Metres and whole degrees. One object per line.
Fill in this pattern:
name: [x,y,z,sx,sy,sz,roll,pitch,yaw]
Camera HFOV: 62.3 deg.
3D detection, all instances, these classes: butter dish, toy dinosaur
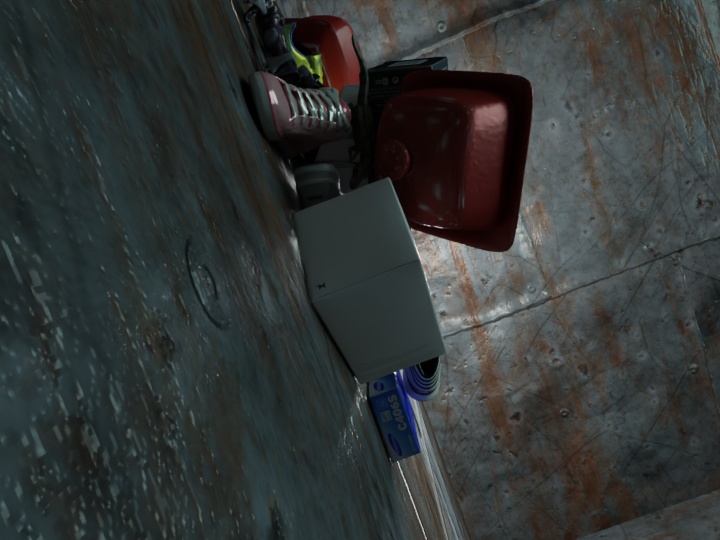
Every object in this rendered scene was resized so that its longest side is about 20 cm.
butter dish: [0.081,-0.130,0.698,0.197,0.146,0.204,20,-68,42]
butter dish: [-0.061,-0.409,1.137,0.197,0.148,0.202,19,-34,38]
toy dinosaur: [-0.003,-0.198,0.796,0.088,0.046,0.205,135,-48,-74]

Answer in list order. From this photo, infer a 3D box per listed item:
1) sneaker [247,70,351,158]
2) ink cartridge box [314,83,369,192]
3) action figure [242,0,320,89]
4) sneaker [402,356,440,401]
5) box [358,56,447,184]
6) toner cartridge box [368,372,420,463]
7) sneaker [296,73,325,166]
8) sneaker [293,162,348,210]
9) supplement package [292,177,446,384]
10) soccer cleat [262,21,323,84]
sneaker: [-0.067,-0.196,0.717,0.200,0.103,0.077,31,42,-84]
ink cartridge box: [-0.002,-0.183,0.967,0.147,0.083,0.203,76,24,-48]
action figure: [-0.128,-0.336,0.877,0.203,0.068,0.130,68,9,28]
sneaker: [0.092,0.078,0.889,0.116,0.074,0.204,96,-11,-57]
box: [0.074,-0.205,0.891,0.149,0.105,0.204,-53,141,-62]
toner cartridge box: [0.046,0.189,0.866,0.200,0.042,0.097,-80,149,-84]
sneaker: [-0.077,-0.244,0.947,0.076,0.086,0.203,65,7,-58]
sneaker: [-0.044,-0.064,0.773,0.200,0.073,0.084,44,41,-71]
supplement package: [0.016,0.020,0.683,0.201,0.118,0.123,65,6,-53]
soccer cleat: [-0.091,-0.334,1.042,0.201,0.083,0.065,55,10,-30]
